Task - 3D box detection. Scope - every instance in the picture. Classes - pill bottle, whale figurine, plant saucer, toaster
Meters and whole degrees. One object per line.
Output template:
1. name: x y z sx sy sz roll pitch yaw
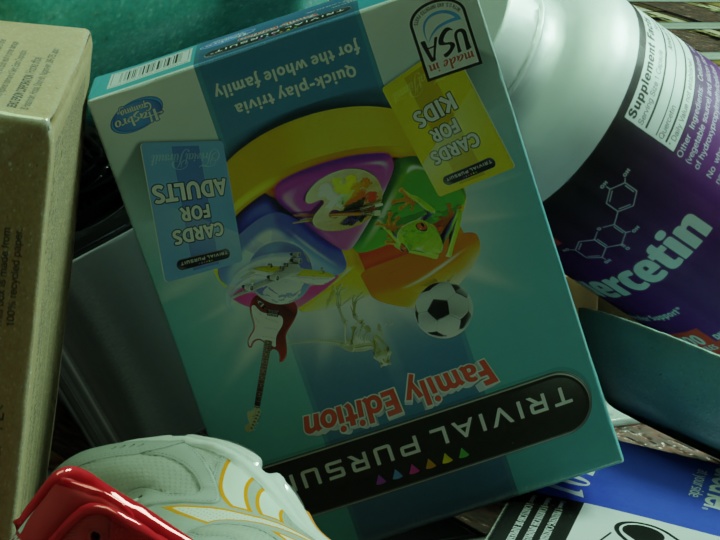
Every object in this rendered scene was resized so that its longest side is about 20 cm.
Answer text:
1. pill bottle: 0.113 -0.048 1.127 0.200 0.113 0.112 31 5 -25
2. whale figurine: -0.108 -0.104 1.052 0.199 0.159 0.104 -2 52 -6
3. plant saucer: 0.179 0.072 1.135 0.199 0.036 0.200 24 -2 1
4. toaster: -0.077 -0.024 1.150 0.180 0.119 0.200 -31 24 -10

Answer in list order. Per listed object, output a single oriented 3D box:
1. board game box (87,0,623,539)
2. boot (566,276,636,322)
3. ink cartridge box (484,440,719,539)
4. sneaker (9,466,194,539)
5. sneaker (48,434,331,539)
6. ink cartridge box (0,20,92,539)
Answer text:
1. board game box: 0.000 0.000 1.004 0.150 0.201 0.047 -18 15 4
2. boot: 0.146 0.006 1.399 0.199 0.074 0.155 6 11 -16
3. ink cartridge box: 0.098 0.116 1.012 0.094 0.044 0.200 12 15 10
4. sneaker: -0.127 0.111 0.778 0.199 0.116 0.078 1 15 -29
5. sneaker: -0.054 0.104 0.893 0.200 0.076 0.092 21 6 41
6. ink cartridge box: -0.146 0.021 0.939 0.075 0.201 0.165 6 14 -4
